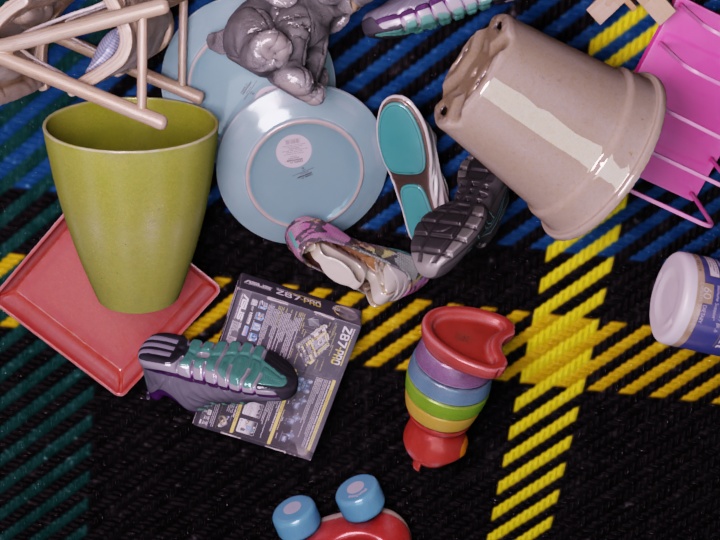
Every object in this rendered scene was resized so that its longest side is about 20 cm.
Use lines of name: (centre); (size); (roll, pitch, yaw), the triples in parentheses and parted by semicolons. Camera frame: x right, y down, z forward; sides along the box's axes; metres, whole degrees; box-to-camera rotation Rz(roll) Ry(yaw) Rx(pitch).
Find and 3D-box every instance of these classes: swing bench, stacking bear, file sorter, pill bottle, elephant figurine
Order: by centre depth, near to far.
swing bench: (-0.272, -0.228, 1.253); (0.196, 0.199, 0.132); (5, 107, 3)
elephant figurine: (-0.047, -0.285, 1.275); (0.154, 0.142, 0.202); (28, 94, -13)
file sorter: (0.371, -0.170, 1.350); (0.137, 0.126, 0.202); (22, 112, -11)
pill bottle: (0.456, 0.051, 1.461); (0.197, 0.111, 0.113); (12, 114, -7)
stacking bear: (0.105, 0.155, 1.503); (0.112, 0.122, 0.202); (17, 122, 6)

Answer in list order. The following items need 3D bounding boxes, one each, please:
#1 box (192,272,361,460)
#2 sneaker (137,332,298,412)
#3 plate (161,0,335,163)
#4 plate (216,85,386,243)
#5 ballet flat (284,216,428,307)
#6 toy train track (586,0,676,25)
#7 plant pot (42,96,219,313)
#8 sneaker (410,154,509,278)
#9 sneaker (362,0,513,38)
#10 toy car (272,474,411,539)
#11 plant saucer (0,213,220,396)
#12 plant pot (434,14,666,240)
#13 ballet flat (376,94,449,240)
box: (-0.103, 0.120, 1.509); (0.159, 0.049, 0.202); (17, 112, -6)
sneaker: (-0.166, 0.134, 1.460); (0.197, 0.075, 0.089); (12, 127, 14)
plate: (-0.126, -0.205, 1.375); (0.197, 0.026, 0.203); (-1, 113, -2)
plate: (-0.064, -0.113, 1.393); (0.197, 0.026, 0.203); (-5, 123, -8)
ballet flat: (0.000, 0.000, 1.420); (0.198, 0.072, 0.069); (24, 121, -29)
toy train track: (0.265, -0.347, 1.322); (0.200, 0.033, 0.114); (44, 114, -13)
plant pot: (-0.245, -0.064, 1.337); (0.184, 0.188, 0.203); (1, 115, -2)
sneaker: (0.123, -0.050, 1.373); (0.074, 0.201, 0.080); (11, 136, 31)
sneaker: (0.089, -0.312, 1.314); (0.197, 0.074, 0.089); (-17, 92, 2)
toy car: (-0.015, 0.401, 1.555); (0.174, 0.201, 0.186); (-18, 114, 7)
plant saucer: (-0.300, 0.021, 1.466); (0.199, 0.037, 0.200); (39, 107, -18)
plant pot: (0.186, -0.164, 1.293); (0.182, 0.201, 0.202); (29, 111, -17)
ballet flat: (0.066, -0.118, 1.399); (0.068, 0.070, 0.202); (-14, 120, 5)
